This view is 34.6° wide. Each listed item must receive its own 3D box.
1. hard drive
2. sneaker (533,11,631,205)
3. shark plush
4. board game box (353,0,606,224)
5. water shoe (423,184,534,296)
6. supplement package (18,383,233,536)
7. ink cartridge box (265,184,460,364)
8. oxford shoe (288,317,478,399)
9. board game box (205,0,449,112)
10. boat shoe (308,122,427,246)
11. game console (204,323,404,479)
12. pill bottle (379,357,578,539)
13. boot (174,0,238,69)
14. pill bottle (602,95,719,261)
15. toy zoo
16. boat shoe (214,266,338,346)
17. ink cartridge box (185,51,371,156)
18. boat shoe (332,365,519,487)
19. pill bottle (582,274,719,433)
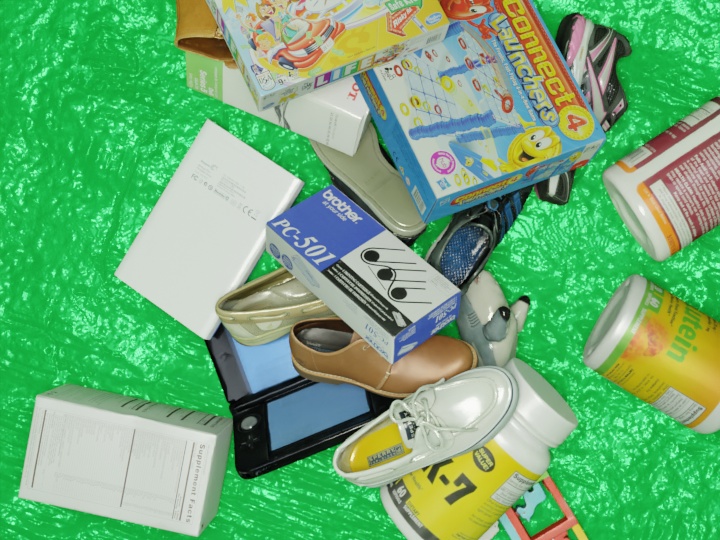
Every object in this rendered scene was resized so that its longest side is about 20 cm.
[{"bbox_3d":[-0.166,-0.045,1.269,0.131,0.025,0.201,33,93,13],"label":"hard drive"},{"bbox_3d":[0.241,-0.166,1.228,0.085,0.080,0.203,11,98,-7],"label":"sneaker"},{"bbox_3d":[0.128,0.097,1.266,0.082,0.091,0.203,13,114,22],"label":"shark plush"},{"bbox_3d":[0.111,-0.172,1.142,0.194,0.056,0.202,-20,73,-19],"label":"board game box"},{"bbox_3d":[0.133,-0.057,1.190,0.071,0.079,0.202,26,96,-10],"label":"water shoe"},{"bbox_3d":[-0.249,0.202,1.250,0.197,0.110,0.116,12,92,3],"label":"supplement package"},{"bbox_3d":[0.000,0.000,1.172,0.093,0.045,0.200,-32,55,-27],"label":"ink cartridge box"},{"bbox_3d":[0.021,0.083,1.172,0.197,0.072,0.072,2,59,9],"label":"oxford shoe"},{"bbox_3d":[-0.033,-0.248,1.092,0.198,0.034,0.136,-24,76,-14],"label":"board game box"},{"bbox_3d":[0.003,-0.104,1.245,0.074,0.066,0.199,-36,70,-21],"label":"boat shoe"},{"bbox_3d":[-0.064,0.100,1.237,0.198,0.177,0.117,-22,119,4],"label":"game console"},{"bbox_3d":[0.123,0.194,1.192,0.114,0.114,0.200,42,103,1],"label":"pill bottle"},{"bbox_3d":[-0.083,-0.267,1.147,0.198,0.071,0.146,2,70,-5],"label":"boot"},{"bbox_3d":[0.364,-0.109,1.201,0.199,0.114,0.115,-33,90,4],"label":"pill bottle"},{"bbox_3d":[0.180,0.303,1.272,0.130,0.020,0.202,-32,90,4],"label":"toy zoo"},{"bbox_3d":[-0.057,0.016,1.232,0.198,0.063,0.074,-21,59,5],"label":"boat shoe"},{"bbox_3d":[-0.065,-0.231,1.211,0.198,0.084,0.147,24,65,2],"label":"ink cartridge box"},{"bbox_3d":[0.056,0.149,1.122,0.200,0.086,0.075,-28,67,19],"label":"boat shoe"},{"bbox_3d":[0.344,0.100,1.210,0.198,0.111,0.112,31,93,2],"label":"pill bottle"}]
